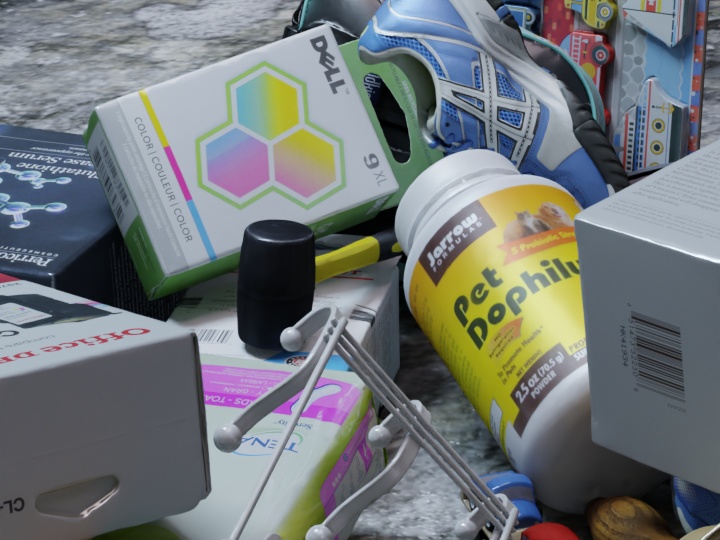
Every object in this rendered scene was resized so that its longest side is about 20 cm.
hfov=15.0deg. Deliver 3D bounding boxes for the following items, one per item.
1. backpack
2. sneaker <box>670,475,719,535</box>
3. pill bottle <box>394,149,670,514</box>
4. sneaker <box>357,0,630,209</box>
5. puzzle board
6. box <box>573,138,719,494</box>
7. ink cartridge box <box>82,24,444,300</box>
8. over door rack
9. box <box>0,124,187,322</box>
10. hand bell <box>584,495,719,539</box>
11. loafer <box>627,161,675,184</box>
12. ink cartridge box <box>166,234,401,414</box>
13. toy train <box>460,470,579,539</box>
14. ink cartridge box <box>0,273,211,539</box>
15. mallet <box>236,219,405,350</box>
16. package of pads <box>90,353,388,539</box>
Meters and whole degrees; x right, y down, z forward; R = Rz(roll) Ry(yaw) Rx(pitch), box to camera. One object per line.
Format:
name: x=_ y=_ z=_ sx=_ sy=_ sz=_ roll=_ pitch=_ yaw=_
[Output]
backpack: x=0.050 y=-0.075 z=1.655 sx=0.199 sy=0.177 sz=0.153 roll=17 pitch=-3 yaw=16
sneaker: x=0.244 y=0.110 z=1.309 sx=0.199 sy=0.090 sz=0.078 roll=11 pitch=26 yaw=29
pill bottle: x=0.093 y=0.025 z=1.434 sx=0.109 sy=0.110 sz=0.200 roll=-13 pitch=43 yaw=-21
sneaker: x=0.078 y=-0.082 z=1.539 sx=0.077 sy=0.200 sz=0.076 roll=-40 pitch=-3 yaw=-15
puzzle board: x=0.142 y=-0.117 z=1.706 sx=0.150 sy=0.201 sz=0.017 roll=10 pitch=17 yaw=28
box: x=0.207 y=0.004 z=1.312 sx=0.199 sy=0.125 sz=0.097 roll=-26 pitch=31 yaw=-36
ink cartridge box: x=-0.044 y=-0.069 z=1.526 sx=0.199 sy=0.104 sz=0.059 roll=-20 pitch=-9 yaw=-19
over door rack: x=-0.004 y=0.126 z=1.225 sx=0.066 sy=0.148 sz=0.200 roll=-32 pitch=22 yaw=28
box: x=-0.191 y=0.003 z=1.589 sx=0.148 sy=0.108 sz=0.200 roll=7 pitch=26 yaw=21
hand bell: x=0.151 y=0.140 z=1.291 sx=0.103 sy=0.105 sz=0.200 roll=-10 pitch=11 yaw=-16
loafer: x=0.233 y=-0.019 z=1.639 sx=0.199 sy=0.072 sz=0.063 roll=8 pitch=30 yaw=18
ink cartridge box: x=-0.044 y=0.047 z=1.517 sx=0.115 sy=0.068 sz=0.200 roll=4 pitch=25 yaw=13
toy train: x=0.091 y=0.145 z=1.301 sx=0.034 sy=0.046 sz=0.200 roll=-10 pitch=24 yaw=-16
ink cartridge box: x=-0.182 y=0.063 z=1.257 sx=0.145 sy=0.083 sz=0.199 roll=-13 pitch=16 yaw=-36
mallet: x=0.000 y=0.000 z=1.502 sx=0.041 sy=0.066 sz=0.200 roll=18 pitch=16 yaw=32
package of pads: x=-0.085 y=0.121 z=1.321 sx=0.154 sy=0.069 sz=0.200 roll=7 pitch=37 yaw=23
